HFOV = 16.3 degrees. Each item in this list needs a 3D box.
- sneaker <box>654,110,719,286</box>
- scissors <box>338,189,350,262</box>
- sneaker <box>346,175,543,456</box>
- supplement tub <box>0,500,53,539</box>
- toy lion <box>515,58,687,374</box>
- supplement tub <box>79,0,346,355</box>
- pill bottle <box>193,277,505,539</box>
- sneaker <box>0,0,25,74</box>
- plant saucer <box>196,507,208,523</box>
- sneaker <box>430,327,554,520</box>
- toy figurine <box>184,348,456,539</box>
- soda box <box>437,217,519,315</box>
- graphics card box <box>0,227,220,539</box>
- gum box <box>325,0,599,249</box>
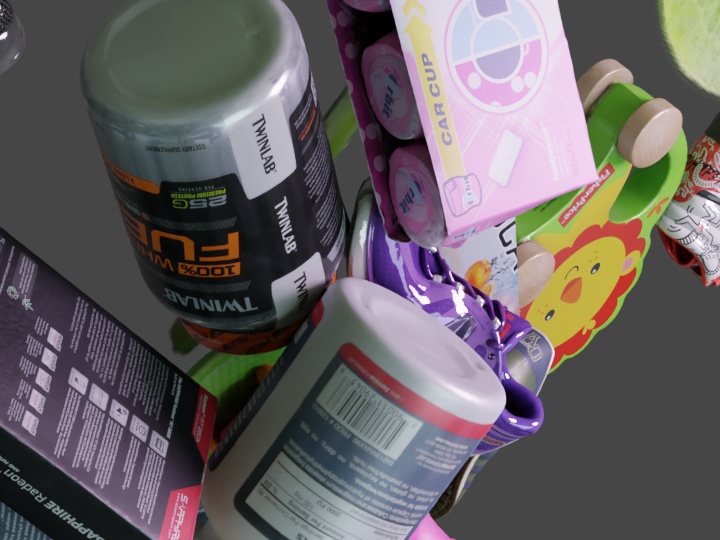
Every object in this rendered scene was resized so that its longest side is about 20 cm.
[{"bbox_3d":[0.281,-0.032,1.799,0.108,0.067,0.201,-52,139,7],"label":"sneaker"},{"bbox_3d":[0.000,0.000,1.510,0.014,0.201,0.073,-15,175,24],"label":"scissors"},{"bbox_3d":[0.054,0.023,1.496,0.083,0.081,0.200,-14,124,23],"label":"sneaker"},{"bbox_3d":[-0.217,0.134,1.391,0.200,0.140,0.141,13,113,-48],"label":"supplement tub"},{"bbox_3d":[0.147,-0.020,1.689,0.200,0.069,0.192,-48,150,-1],"label":"toy lion"},{"bbox_3d":[-0.075,-0.053,1.383,0.122,0.122,0.200,-34,140,-18],"label":"supplement tub"},{"bbox_3d":[-0.020,0.116,1.411,0.119,0.120,0.200,19,111,-50],"label":"pill bottle"},{"bbox_3d":[-0.257,-0.107,1.200,0.199,0.076,0.114,-36,139,-21],"label":"sneaker"},{"bbox_3d":[-0.109,0.236,1.641,0.199,0.036,0.201,-13,118,-26],"label":"plant saucer"},{"bbox_3d":[0.073,0.100,1.666,0.090,0.067,0.200,-39,170,-29],"label":"sneaker"},{"bbox_3d":[-0.007,0.144,1.553,0.150,0.184,0.200,-46,150,16],"label":"toy figurine"},{"bbox_3d":[0.052,-0.040,1.545,0.063,0.068,0.200,-26,130,-26],"label":"soda box"},{"bbox_3d":[-0.168,0.067,1.334,0.051,0.126,0.200,-30,123,32],"label":"graphics card box"},{"bbox_3d":[0.054,-0.119,1.420,0.113,0.066,0.201,-20,100,-33],"label":"gum box"}]
